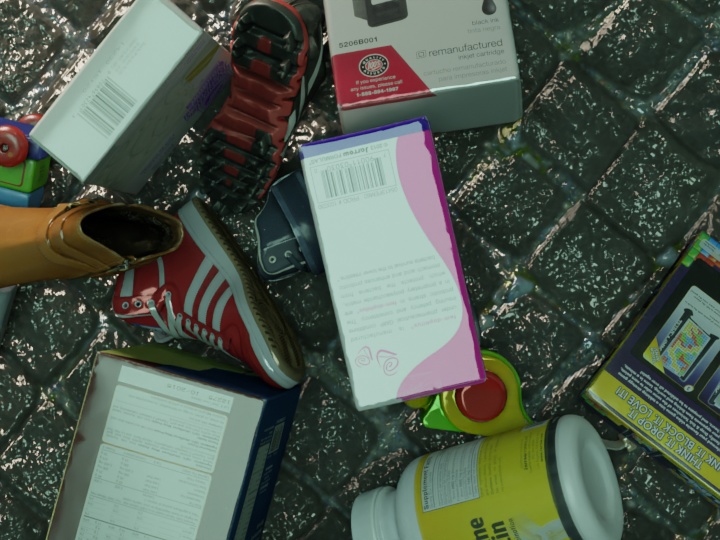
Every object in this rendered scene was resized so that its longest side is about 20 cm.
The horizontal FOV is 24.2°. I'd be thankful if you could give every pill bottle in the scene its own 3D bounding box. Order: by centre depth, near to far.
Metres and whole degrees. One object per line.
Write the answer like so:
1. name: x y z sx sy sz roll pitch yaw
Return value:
1. pill bottle: 0.098 0.191 1.327 0.199 0.112 0.113 -19 88 23

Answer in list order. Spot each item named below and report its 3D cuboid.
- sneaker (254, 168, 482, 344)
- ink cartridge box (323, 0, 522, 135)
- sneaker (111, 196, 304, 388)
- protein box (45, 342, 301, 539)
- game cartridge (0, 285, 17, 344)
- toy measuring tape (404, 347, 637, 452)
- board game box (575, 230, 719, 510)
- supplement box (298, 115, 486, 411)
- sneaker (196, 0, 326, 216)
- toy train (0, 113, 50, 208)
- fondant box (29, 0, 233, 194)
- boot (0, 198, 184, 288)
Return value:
1. sneaker: 0.000 0.000 1.364 0.146 0.077 0.203 -30 83 -2
2. ink cartridge box: 0.043 -0.214 1.333 0.144 0.083 0.201 -9 71 4
3. sneaker: -0.128 0.043 1.355 0.112 0.071 0.200 -38 54 6
4. protein box: -0.146 0.174 1.317 0.134 0.199 0.201 16 91 6
5. game cartridge: -0.390 0.017 1.398 0.199 0.042 0.134 23 118 5
6. toy measuring tape: 0.132 0.102 1.365 0.199 0.074 0.074 8 90 -5
7. board game box: 0.300 0.095 1.339 0.200 0.057 0.166 38 82 4
8. supplement box: 0.025 -0.004 1.274 0.101 0.103 0.201 -12 89 2
9. sneaker: -0.075 -0.137 1.367 0.071 0.098 0.201 27 122 13
10. toy train: -0.358 -0.087 1.402 0.199 0.085 0.116 14 104 5
11. fondant box: -0.171 -0.136 1.320 0.058 0.200 0.144 39 93 2
12. boot: -0.246 -0.018 1.300 0.199 0.155 0.077 1 88 -31
